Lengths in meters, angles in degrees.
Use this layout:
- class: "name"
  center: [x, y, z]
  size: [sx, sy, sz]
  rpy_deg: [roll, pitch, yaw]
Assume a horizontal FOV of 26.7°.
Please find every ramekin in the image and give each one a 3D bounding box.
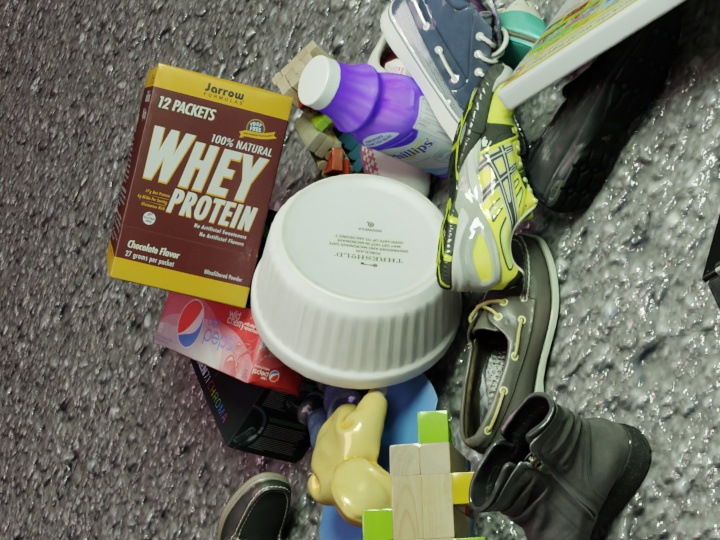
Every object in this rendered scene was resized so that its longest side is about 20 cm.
- class: "ramekin"
  center: [0.000, 0.000, 1.376]
  size: [0.095, 0.199, 0.204]
  rpy_deg: [98, 161, -47]

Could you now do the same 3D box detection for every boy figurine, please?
- class: "boy figurine"
  center: [-0.007, 0.159, 1.360]
  size: [0.125, 0.064, 0.200]
  rpy_deg: [-60, 23, 15]

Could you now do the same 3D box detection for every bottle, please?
- class: "bottle"
  center: [0.034, -0.144, 1.407]
  size: [0.083, 0.198, 0.066]
  rpy_deg: [-17, 62, 48]

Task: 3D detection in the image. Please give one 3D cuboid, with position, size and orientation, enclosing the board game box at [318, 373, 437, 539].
- class: "board game box"
  center: [0.028, 0.192, 1.412]
  size: [0.157, 0.039, 0.203]
  rpy_deg: [-13, 60, 58]

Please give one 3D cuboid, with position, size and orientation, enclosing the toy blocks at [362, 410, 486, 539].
- class: "toy blocks"
  center: [0.064, 0.229, 1.263]
  size: [0.098, 0.137, 0.203]
  rpy_deg: [-5, 75, 11]

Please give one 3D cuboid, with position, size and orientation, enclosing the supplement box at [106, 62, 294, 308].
- class: "supplement box"
  center: [-0.162, -0.086, 1.482]
  size: [0.197, 0.131, 0.203]
  rpy_deg: [-151, 75, -78]

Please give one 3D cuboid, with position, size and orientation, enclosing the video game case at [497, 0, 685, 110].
- class: "video game case"
  center: [0.218, -0.226, 1.253]
  size: [0.199, 0.023, 0.182]
  rpy_deg: [-30, 17, 45]

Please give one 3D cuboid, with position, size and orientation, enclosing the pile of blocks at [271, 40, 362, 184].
- class: "pile of blocks"
  center: [-0.023, -0.134, 1.538]
  size: [0.081, 0.201, 0.062]
  rpy_deg: [-24, 43, -5]

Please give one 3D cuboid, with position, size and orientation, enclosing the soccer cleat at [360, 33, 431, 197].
- class: "soccer cleat"
  center: [0.036, -0.156, 1.507]
  size: [0.087, 0.069, 0.202]
  rpy_deg: [105, 163, -57]

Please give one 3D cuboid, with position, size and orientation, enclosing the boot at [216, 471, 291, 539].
- class: "boot"
  center: [-0.100, 0.319, 1.502]
  size: [0.202, 0.072, 0.151]
  rpy_deg: [-63, 34, 20]

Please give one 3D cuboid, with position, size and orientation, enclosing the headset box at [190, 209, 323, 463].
- class: "headset box"
  center: [-0.079, 0.062, 1.570]
  size: [0.201, 0.092, 0.175]
  rpy_deg: [-56, 38, 22]

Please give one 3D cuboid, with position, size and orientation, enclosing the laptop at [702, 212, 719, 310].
- class: "laptop"
  center: [0.351, -0.014, 1.068]
  size: [0.187, 0.116, 0.201]
  rpy_deg: [-33, 22, 42]

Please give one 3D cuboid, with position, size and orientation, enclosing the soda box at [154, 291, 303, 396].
- class: "soda box"
  center: [-0.127, 0.065, 1.499]
  size: [0.199, 0.063, 0.071]
  rpy_deg: [15, 87, 55]

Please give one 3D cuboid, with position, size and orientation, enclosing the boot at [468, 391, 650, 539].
- class: "boot"
  center: [0.131, 0.192, 1.179]
  size: [0.070, 0.131, 0.202]
  rpy_deg: [32, 101, 54]

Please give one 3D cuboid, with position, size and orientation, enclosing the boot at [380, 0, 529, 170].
- class: "boot"
  center: [0.104, -0.181, 1.364]
  size: [0.201, 0.073, 0.090]
  rpy_deg: [52, 130, 2]

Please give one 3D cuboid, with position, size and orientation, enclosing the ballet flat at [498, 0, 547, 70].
- class: "ballet flat"
  center: [0.130, -0.224, 1.431]
  size: [0.199, 0.067, 0.071]
  rpy_deg: [5, 60, 53]

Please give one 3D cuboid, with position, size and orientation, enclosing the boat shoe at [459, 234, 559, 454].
- class: "boat shoe"
  center: [0.125, 0.060, 1.309]
  size: [0.071, 0.060, 0.204]
  rpy_deg: [-16, 63, 51]

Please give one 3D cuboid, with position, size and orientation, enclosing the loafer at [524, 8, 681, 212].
- class: "loafer"
  center: [0.200, -0.145, 1.287]
  size: [0.071, 0.068, 0.202]
  rpy_deg: [49, 120, 40]

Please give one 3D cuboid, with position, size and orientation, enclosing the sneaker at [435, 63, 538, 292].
- class: "sneaker"
  center: [0.115, -0.077, 1.310]
  size: [0.075, 0.075, 0.203]
  rpy_deg: [128, 152, -82]
